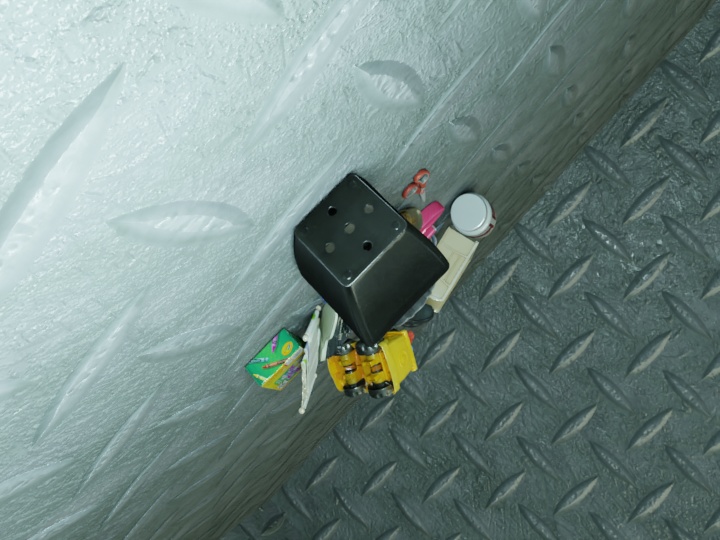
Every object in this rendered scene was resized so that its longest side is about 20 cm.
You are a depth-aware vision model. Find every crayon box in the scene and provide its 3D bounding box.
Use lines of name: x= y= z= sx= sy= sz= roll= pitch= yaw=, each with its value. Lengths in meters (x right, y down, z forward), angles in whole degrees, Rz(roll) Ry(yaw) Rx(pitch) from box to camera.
crayon box: x=-0.174 y=0.201 z=1.543 sx=0.119 sy=0.058 sz=0.200 roll=-45 pitch=168 yaw=-4

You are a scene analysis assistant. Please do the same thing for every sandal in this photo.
sandal: x=0.095 y=-0.087 z=1.464 sx=0.053 sy=0.082 sz=0.199 roll=-1 pitch=-161 yaw=31

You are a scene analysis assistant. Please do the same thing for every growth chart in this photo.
growth chart: x=-0.110 y=0.198 z=1.525 sx=0.145 sy=0.017 sz=0.204 roll=-66 pitch=162 yaw=-64

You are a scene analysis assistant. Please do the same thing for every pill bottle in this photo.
pill bottle: x=0.308 y=-0.150 z=1.905 sx=0.114 sy=0.114 sz=0.200 roll=-47 pitch=167 yaw=10

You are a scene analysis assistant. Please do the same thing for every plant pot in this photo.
plant pot: x=0.003 y=-0.032 z=1.125 sx=0.199 sy=0.200 sz=0.178 roll=-44 pitch=157 yaw=-4

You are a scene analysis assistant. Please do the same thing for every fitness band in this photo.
fitness band: x=0.136 y=-0.085 z=1.722 sx=0.200 sy=0.037 sz=0.144 roll=-48 pitch=167 yaw=3

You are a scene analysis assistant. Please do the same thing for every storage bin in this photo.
storage bin: x=0.227 y=0.006 z=1.920 sx=0.201 sy=0.093 sz=0.200 roll=-58 pitch=172 yaw=-8

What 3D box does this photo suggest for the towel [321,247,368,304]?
towel: x=0.000 y=0.000 z=1.571 sx=0.148 sy=0.024 sz=0.199 roll=-54 pitch=165 yaw=28

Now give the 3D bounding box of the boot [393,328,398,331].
boot: x=0.058 y=0.136 z=1.890 sx=0.199 sy=0.151 sz=0.074 roll=-34 pitch=164 yaw=-44

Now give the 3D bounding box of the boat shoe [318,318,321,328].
boat shoe: x=-0.070 y=0.129 z=1.635 sx=0.075 sy=0.072 sz=0.201 roll=-10 pitch=149 yaw=-45

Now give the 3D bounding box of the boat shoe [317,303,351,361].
boat shoe: x=-0.053 y=0.135 z=1.554 sx=0.065 sy=0.075 sz=0.202 roll=-5 pitch=139 yaw=-18

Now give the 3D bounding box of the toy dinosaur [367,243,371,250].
toy dinosaur: x=0.046 y=-0.035 z=1.501 sx=0.076 sy=0.105 sz=0.198 roll=-16 pitch=175 yaw=37

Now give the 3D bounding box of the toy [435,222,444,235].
toy: x=0.180 y=-0.037 z=1.992 sx=0.115 sy=0.047 sz=0.201 roll=-36 pitch=164 yaw=-45

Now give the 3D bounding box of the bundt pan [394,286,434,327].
bundt pan: x=0.087 y=0.049 z=1.699 sx=0.200 sy=0.076 sz=0.204 roll=-31 pitch=148 yaw=-21

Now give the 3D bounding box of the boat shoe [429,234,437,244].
boat shoe: x=0.125 y=-0.016 z=1.849 sx=0.072 sy=0.072 sz=0.203 roll=-9 pitch=132 yaw=-62

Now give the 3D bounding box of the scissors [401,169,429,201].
scissors: x=0.135 y=-0.176 z=1.482 sx=0.074 sy=0.014 sz=0.199 roll=-51 pitch=165 yaw=13

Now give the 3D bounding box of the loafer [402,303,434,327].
loafer: x=0.120 y=0.112 z=1.845 sx=0.197 sy=0.070 sz=0.070 roll=1 pitch=157 yaw=-31

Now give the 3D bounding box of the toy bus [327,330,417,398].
toy bus: x=0.042 y=0.206 z=1.693 sx=0.197 sy=0.139 sz=0.191 roll=-8 pitch=-164 yaw=41
